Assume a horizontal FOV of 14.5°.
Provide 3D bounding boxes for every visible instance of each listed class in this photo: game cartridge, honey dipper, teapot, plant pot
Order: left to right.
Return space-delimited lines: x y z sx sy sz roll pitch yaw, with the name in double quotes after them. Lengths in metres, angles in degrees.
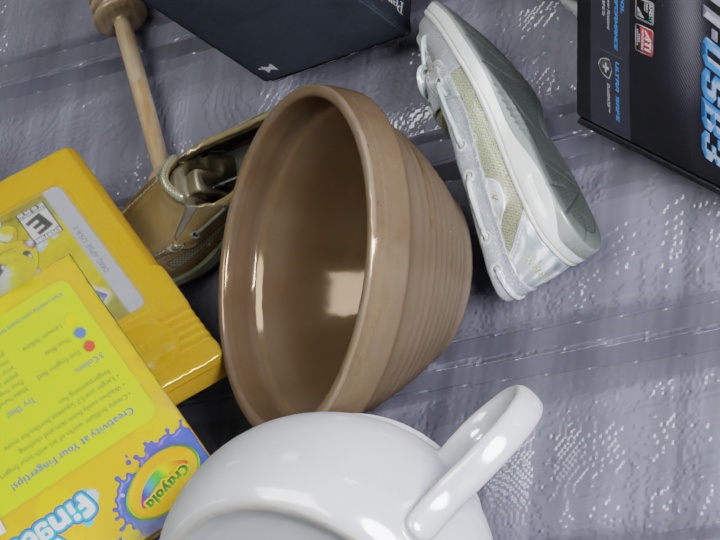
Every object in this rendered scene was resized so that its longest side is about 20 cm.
-0.202 0.032 1.699 0.176 0.032 0.200 -30 52 -14 "game cartridge"
-0.148 -0.125 1.868 0.038 0.038 0.200 -34 53 24 "honey dipper"
-0.002 0.145 1.511 0.200 0.198 0.146 11 36 23 "teapot"
0.000 0.000 1.602 0.201 0.093 0.201 -24 63 59 "plant pot"

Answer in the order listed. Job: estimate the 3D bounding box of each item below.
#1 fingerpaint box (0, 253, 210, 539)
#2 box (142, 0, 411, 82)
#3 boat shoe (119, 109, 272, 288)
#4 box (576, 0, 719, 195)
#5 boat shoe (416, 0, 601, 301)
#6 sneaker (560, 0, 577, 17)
-0.199 0.118 1.581 0.200 0.073 0.167 -34 75 -12 "fingerpaint box"
-0.068 -0.253 1.715 0.124 0.200 0.197 -14 60 36 "box"
-0.101 -0.050 1.747 0.200 0.076 0.072 -34 62 26 "boat shoe"
0.193 -0.141 1.477 0.198 0.050 0.200 33 133 46 "box"
0.071 -0.073 1.615 0.065 0.074 0.202 -37 55 16 "boat shoe"
0.088 -0.217 1.660 0.200 0.092 0.076 35 93 46 "sneaker"
